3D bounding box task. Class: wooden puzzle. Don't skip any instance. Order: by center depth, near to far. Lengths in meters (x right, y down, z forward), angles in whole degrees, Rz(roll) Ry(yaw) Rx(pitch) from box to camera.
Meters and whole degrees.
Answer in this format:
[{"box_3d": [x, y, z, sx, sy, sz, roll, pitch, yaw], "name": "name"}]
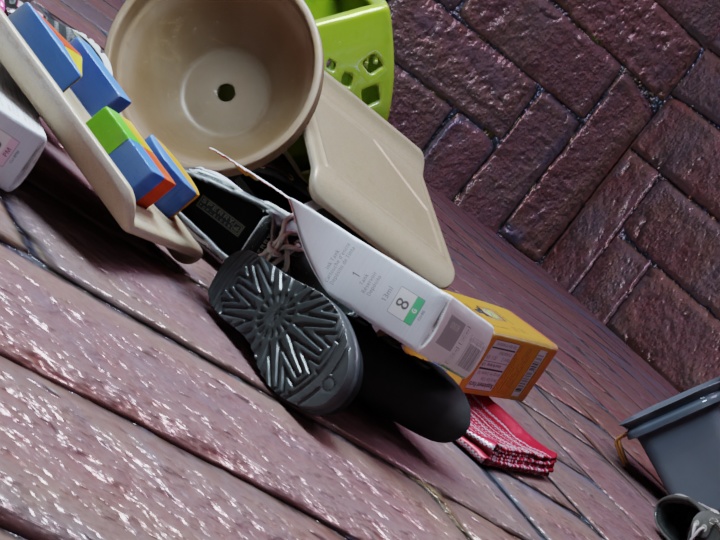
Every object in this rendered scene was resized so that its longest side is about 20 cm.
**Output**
[{"box_3d": [-0.172, -0.097, 1.154, 0.186, 0.046, 0.200, 52, 0, 11], "name": "wooden puzzle"}, {"box_3d": [0.005, -0.087, 1.628, 0.185, 0.037, 0.201, 36, 27, -31], "name": "wooden puzzle"}]

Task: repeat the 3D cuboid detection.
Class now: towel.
[{"box_3d": [0.088, 0.118, 1.478, 0.144, 0.023, 0.200, 40, 7, 23], "name": "towel"}]

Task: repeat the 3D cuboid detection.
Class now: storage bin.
[{"box_3d": [0.375, 0.211, 1.988, 0.135, 0.144, 0.200, 67, 11, 7], "name": "storage bin"}]

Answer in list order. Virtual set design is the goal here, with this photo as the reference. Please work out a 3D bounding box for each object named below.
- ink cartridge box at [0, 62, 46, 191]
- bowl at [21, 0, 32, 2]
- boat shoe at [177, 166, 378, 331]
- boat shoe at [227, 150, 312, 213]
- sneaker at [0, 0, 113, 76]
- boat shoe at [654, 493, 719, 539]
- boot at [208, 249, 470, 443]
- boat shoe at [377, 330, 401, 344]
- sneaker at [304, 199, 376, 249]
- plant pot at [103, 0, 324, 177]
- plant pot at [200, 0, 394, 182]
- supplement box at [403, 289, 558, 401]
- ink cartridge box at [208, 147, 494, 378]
[{"box_3d": [-0.291, -0.140, 1.077, 0.199, 0.057, 0.163, 31, 9, -24], "name": "ink cartridge box"}, {"box_3d": [-0.384, -0.304, 1.556, 0.199, 0.075, 0.200, 40, 8, 8], "name": "bowl"}, {"box_3d": [-0.067, -0.017, 1.316, 0.199, 0.074, 0.068, 39, 2, 11], "name": "boat shoe"}, {"box_3d": [-0.055, -0.049, 1.668, 0.201, 0.073, 0.063, 43, 32, -31], "name": "boat shoe"}, {"box_3d": [-0.274, -0.177, 1.310, 0.199, 0.074, 0.087, 36, 5, 24], "name": "sneaker"}, {"box_3d": [0.316, 0.253, 1.645, 0.057, 0.067, 0.200, 22, 2, 0], "name": "boat shoe"}, {"box_3d": [0.005, 0.075, 1.178, 0.200, 0.066, 0.165, 38, 7, -42], "name": "boot"}, {"box_3d": [0.002, 0.022, 1.444, 0.064, 0.071, 0.200, 41, 8, 21], "name": "boat shoe"}, {"box_3d": [0.000, 0.000, 1.576, 0.099, 0.071, 0.200, 36, 1, 28], "name": "sneaker"}, {"box_3d": [-0.128, -0.176, 1.587, 0.200, 0.201, 0.093, 39, -6, 11], "name": "plant pot"}, {"box_3d": [-0.069, -0.181, 1.775, 0.200, 0.197, 0.183, -128, -155, -67], "name": "plant pot"}, {"box_3d": [0.109, 0.069, 1.547, 0.066, 0.069, 0.200, 37, 6, 23], "name": "supplement box"}, {"box_3d": [-0.011, -0.002, 1.198, 0.199, 0.050, 0.161, 31, 0, 17], "name": "ink cartridge box"}]
